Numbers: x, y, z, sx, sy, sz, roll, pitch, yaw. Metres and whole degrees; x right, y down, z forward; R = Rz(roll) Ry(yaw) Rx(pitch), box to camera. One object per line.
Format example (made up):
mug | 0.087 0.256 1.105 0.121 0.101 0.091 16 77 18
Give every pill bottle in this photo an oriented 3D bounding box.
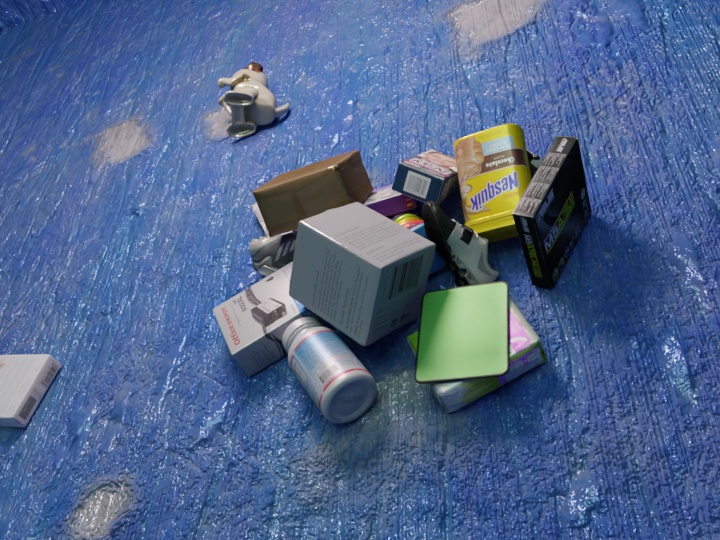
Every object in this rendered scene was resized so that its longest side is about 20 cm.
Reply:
pill bottle | -0.063 0.172 1.335 0.108 0.109 0.200 -35 45 -8

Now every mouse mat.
mouse mat | 0.174 0.103 1.262 0.160 0.008 0.201 -8 45 20

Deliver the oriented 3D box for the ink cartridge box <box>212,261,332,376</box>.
ink cartridge box | -0.176 0.093 1.479 0.199 0.084 0.145 -31 45 -4

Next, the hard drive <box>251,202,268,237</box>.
hard drive | -0.160 -0.122 1.703 0.139 0.038 0.200 -30 43 -3

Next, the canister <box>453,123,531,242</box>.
canister | 0.261 -0.167 1.437 0.148 0.086 0.202 -14 74 27

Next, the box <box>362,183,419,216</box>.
box | 0.031 -0.140 1.576 0.199 0.039 0.137 -15 17 18

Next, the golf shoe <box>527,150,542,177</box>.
golf shoe | 0.307 -0.229 1.531 0.078 0.095 0.199 -41 45 -23

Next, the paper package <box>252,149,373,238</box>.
paper package | -0.094 -0.163 1.543 0.199 0.104 0.191 -16 14 21

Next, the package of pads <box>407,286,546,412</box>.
package of pads | 0.199 0.136 1.272 0.199 0.068 0.155 -28 43 1

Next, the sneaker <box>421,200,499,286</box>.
sneaker | 0.188 -0.052 1.383 0.088 0.201 0.074 -33 9 -14

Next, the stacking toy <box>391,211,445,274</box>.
stacking toy | 0.098 -0.077 1.508 0.115 0.110 0.200 -23 29 2

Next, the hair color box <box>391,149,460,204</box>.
hair color box | 0.148 -0.192 1.509 0.099 0.061 0.200 23 23 16

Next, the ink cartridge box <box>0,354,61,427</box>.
ink cartridge box | -0.782 0.265 1.649 0.199 0.047 0.161 -5 49 29

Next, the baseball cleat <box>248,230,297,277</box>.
baseball cleat | -0.145 -0.036 1.575 0.199 0.107 0.070 -9 4 32

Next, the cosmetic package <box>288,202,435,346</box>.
cosmetic package | 0.000 0.000 1.362 0.199 0.166 0.164 31 35 31

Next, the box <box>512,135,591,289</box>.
box | 0.347 -0.102 1.327 0.047 0.194 0.200 15 57 34

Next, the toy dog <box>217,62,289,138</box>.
toy dog | -0.300 -0.488 2.035 0.192 0.140 0.201 -12 45 -2
